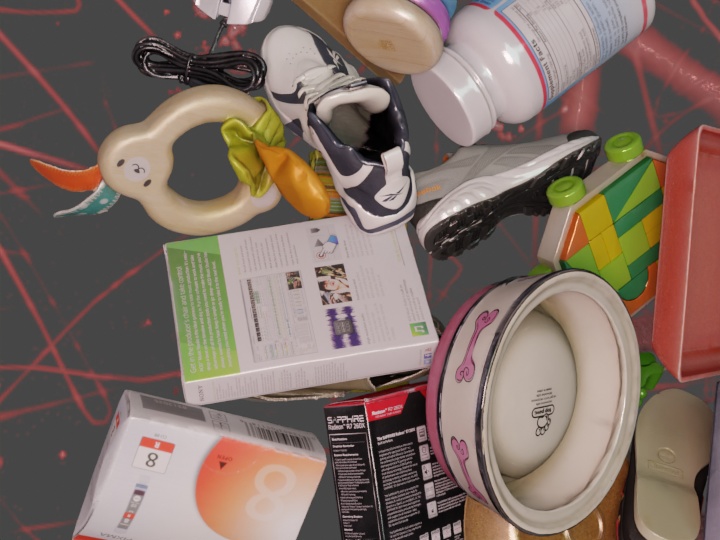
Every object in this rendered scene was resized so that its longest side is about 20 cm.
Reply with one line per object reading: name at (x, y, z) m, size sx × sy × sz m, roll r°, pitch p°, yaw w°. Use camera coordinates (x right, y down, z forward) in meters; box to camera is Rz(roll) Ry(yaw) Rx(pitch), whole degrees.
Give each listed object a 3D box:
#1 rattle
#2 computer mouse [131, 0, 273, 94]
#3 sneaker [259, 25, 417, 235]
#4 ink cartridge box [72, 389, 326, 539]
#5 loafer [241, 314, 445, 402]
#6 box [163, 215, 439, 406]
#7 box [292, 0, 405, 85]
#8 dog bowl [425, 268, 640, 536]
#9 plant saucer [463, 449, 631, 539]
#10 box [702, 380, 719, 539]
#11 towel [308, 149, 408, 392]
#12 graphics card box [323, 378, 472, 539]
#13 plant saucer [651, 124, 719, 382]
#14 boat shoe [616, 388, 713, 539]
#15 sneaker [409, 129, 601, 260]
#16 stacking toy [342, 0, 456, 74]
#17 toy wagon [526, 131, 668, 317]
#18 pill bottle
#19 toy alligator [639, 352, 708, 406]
rattle at (-0.141, -0.056, 1.105) m, size 0.197 × 0.131 × 0.144 m, roll -7°, pitch 50°, yaw -21°
computer mouse at (-0.102, -0.239, 1.169) m, size 0.108 × 0.044 × 0.202 m, roll 17°, pitch 79°, yaw 13°
sneaker at (-0.017, -0.136, 1.129) m, size 0.079 × 0.130 × 0.201 m, roll -20°, pitch 69°, yaw -12°
ink cartridge box at (-0.134, 0.202, 1.097) m, size 0.160 × 0.050 × 0.202 m, roll 15°, pitch 105°, yaw -21°
loafer at (-0.016, 0.062, 1.155) m, size 0.197 × 0.070 × 0.076 m, roll -9°, pitch 90°, yaw -18°
box at (-0.049, 0.026, 1.130) m, size 0.197 × 0.037 × 0.146 m, roll -8°, pitch 49°, yaw -7°
box at (-0.007, -0.276, 1.180) m, size 0.199 × 0.021 × 0.165 m, roll 37°, pitch 70°, yaw -28°
dog bowl at (0.130, 0.096, 1.110) m, size 0.199 × 0.073 × 0.203 m, roll -8°, pitch 102°, yaw -45°
plant saucer at (0.177, 0.214, 1.205) m, size 0.198 × 0.035 × 0.203 m, roll 5°, pitch 79°, yaw -28°
box at (0.318, 0.177, 1.191) m, size 0.050 × 0.200 × 0.160 m, roll 3°, pitch 84°, yaw 20°
towel at (0.000, 0.000, 1.207) m, size 0.085 × 0.018 × 0.203 m, roll 0°, pitch 87°, yaw -14°
graphics card box at (0.039, 0.195, 1.158) m, size 0.125 × 0.050 × 0.203 m, roll -8°, pitch 89°, yaw -51°
plant saucer at (0.293, -0.014, 1.212) m, size 0.199 × 0.036 × 0.203 m, roll 0°, pitch 95°, yaw -58°
boat shoe at (0.252, 0.174, 1.202) m, size 0.073 × 0.064 × 0.202 m, roll 20°, pitch 38°, yaw 5°
sneaker at (0.121, -0.083, 1.217) m, size 0.198 × 0.074 × 0.080 m, roll -22°, pitch 57°, yaw -25°
stacking toy at (0.057, -0.262, 1.171) m, size 0.085 × 0.085 × 0.202 m, roll 28°, pitch 66°, yaw -11°
toy wagon at (0.203, -0.012, 1.213) m, size 0.199 × 0.039 × 0.156 m, roll -36°, pitch 120°, yaw -20°
pill bottle at (0.142, -0.194, 1.209) m, size 0.199 × 0.109 × 0.109 m, roll -37°, pitch 96°, yaw -13°
toy alligator at (0.216, 0.095, 1.226) m, size 0.197 × 0.060 × 0.055 m, roll 2°, pitch 50°, yaw -14°
